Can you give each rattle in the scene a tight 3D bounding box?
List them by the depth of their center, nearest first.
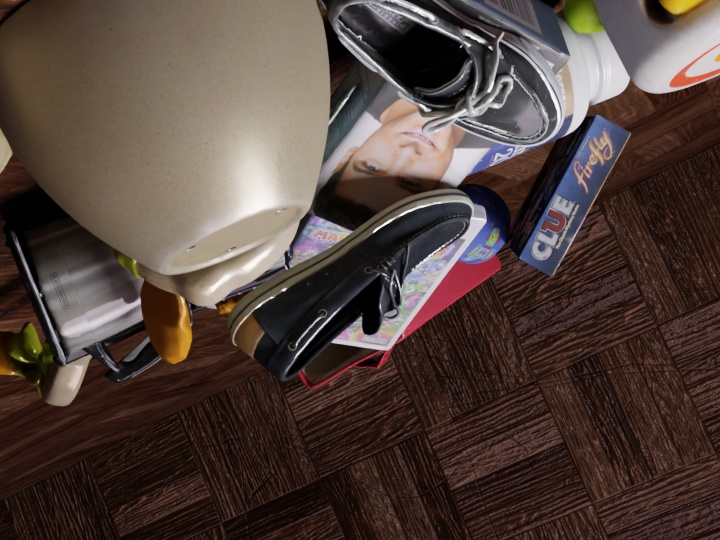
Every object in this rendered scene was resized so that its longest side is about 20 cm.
[{"bbox_3d":[-0.075,-0.043,0.792,0.129,0.144,0.201,13,-125,32],"label":"rattle"},{"bbox_3d":[-0.296,0.038,1.044,0.200,0.142,0.131,-36,-152,61],"label":"rattle"}]

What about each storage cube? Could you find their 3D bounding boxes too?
[{"bbox_3d":[0.004,-0.013,1.185,0.179,0.201,0.170,-31,179,-44],"label":"storage cube"}]

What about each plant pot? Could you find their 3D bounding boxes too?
[{"bbox_3d":[-0.096,-0.078,0.643,0.198,0.136,0.200,-24,172,-3],"label":"plant pot"}]

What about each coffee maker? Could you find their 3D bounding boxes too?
[{"bbox_3d":[-0.168,-0.025,0.904,0.198,0.136,0.192,-22,-149,-13],"label":"coffee maker"}]

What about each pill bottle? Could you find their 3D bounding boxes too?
[{"bbox_3d":[0.115,-0.148,0.930,0.198,0.112,0.111,-23,173,-15],"label":"pill bottle"}]

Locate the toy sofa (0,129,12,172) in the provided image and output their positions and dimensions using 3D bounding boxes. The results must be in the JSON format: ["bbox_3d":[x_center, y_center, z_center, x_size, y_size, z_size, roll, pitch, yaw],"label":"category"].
[{"bbox_3d":[-0.271,-0.052,0.524,0.198,0.098,0.083,-25,-162,-2],"label":"toy sofa"}]

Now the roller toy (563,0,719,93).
[{"bbox_3d":[0.256,-0.215,0.810,0.181,0.141,0.200,-23,172,-12],"label":"roller toy"}]

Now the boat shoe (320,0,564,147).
[{"bbox_3d":[0.056,-0.121,0.692,0.073,0.069,0.199,-35,131,25],"label":"boat shoe"}]

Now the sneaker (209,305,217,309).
[{"bbox_3d":[-0.119,0.017,1.238,0.197,0.075,0.116,6,172,1],"label":"sneaker"}]

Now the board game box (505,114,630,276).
[{"bbox_3d":[0.182,-0.071,1.043,0.137,0.034,0.200,-62,180,6],"label":"board game box"}]

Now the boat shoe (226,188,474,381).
[{"bbox_3d":[0.004,0.010,0.783,0.199,0.062,0.075,-31,158,-23],"label":"boat shoe"}]

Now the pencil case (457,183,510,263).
[{"bbox_3d":[0.060,-0.057,1.045,0.199,0.087,0.079,14,108,-56],"label":"pencil case"}]

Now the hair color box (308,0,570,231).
[{"bbox_3d":[0.041,-0.111,0.794,0.098,0.061,0.200,21,130,-27],"label":"hair color box"}]

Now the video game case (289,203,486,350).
[{"bbox_3d":[0.000,0.000,0.974,0.142,0.018,0.201,10,140,-21],"label":"video game case"}]

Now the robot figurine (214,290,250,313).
[{"bbox_3d":[-0.100,-0.014,1.078,0.058,0.146,0.200,-30,-174,-24],"label":"robot figurine"}]
